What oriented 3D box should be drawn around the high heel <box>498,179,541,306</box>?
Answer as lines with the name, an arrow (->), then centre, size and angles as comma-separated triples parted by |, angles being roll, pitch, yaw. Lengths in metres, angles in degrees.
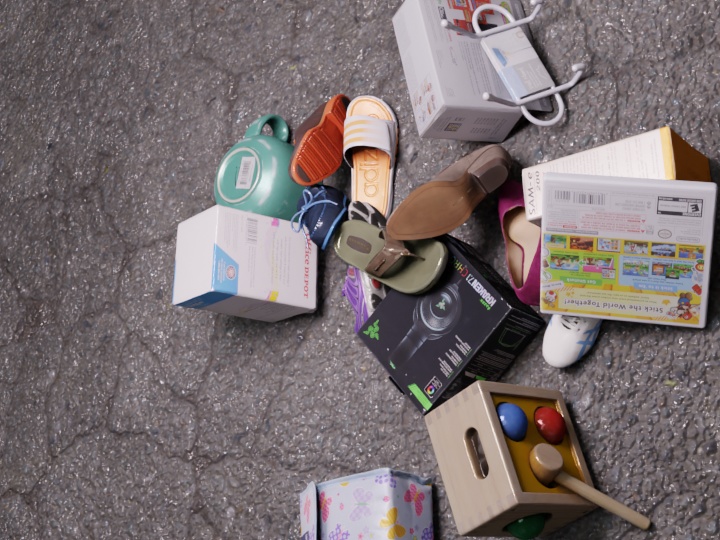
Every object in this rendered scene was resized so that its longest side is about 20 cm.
high heel -> 0.209, -0.044, 1.647 | 0.067, 0.096, 0.201 | -36, 57, 24

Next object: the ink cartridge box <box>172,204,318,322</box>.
ink cartridge box -> -0.159, -0.003, 1.870 | 0.125, 0.199, 0.129 | -19, 64, 52

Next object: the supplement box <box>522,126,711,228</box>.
supplement box -> 0.317, -0.102, 1.562 | 0.199, 0.126, 0.074 | -15, 68, 33

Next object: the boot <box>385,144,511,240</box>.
boot -> 0.116, -0.105, 1.698 | 0.199, 0.146, 0.071 | -26, 102, -2

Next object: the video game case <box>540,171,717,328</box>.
video game case -> 0.314, -0.024, 1.497 | 0.199, 0.023, 0.183 | 5, 118, 15

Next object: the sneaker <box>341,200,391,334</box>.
sneaker -> 0.000, 0.000, 1.803 | 0.083, 0.080, 0.201 | -18, 74, 44

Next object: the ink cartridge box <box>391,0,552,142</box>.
ink cartridge box -> 0.154, -0.284, 1.753 | 0.084, 0.174, 0.201 | 129, 136, -54

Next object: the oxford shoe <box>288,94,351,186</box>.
oxford shoe -> -0.068, -0.184, 1.885 | 0.072, 0.071, 0.200 | -19, 26, 36

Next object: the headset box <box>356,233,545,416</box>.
headset box -> 0.113, 0.082, 1.685 | 0.200, 0.093, 0.174 | -51, 51, 14

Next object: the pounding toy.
pounding toy -> 0.212, 0.241, 1.519 | 0.142, 0.183, 0.201 | -39, 55, 37

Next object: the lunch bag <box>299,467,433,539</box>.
lunch bag -> -0.007, 0.363, 1.675 | 0.199, 0.127, 0.171 | -18, 64, 40

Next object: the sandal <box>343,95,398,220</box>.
sandal -> 0.014, -0.165, 1.849 | 0.079, 0.059, 0.208 | -6, 75, 13

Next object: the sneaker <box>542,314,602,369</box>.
sneaker -> 0.283, 0.031, 1.584 | 0.072, 0.072, 0.201 | 36, 101, 37

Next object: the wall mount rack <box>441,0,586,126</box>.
wall mount rack -> 0.196, -0.283, 1.676 | 0.201, 0.173, 0.075 | 62, 156, 16

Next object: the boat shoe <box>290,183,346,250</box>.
boat shoe -> -0.065, -0.080, 1.822 | 0.084, 0.068, 0.200 | -59, 8, 8

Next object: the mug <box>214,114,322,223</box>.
mug -> -0.158, -0.142, 1.951 | 0.152, 0.114, 0.185 | -45, 54, 19

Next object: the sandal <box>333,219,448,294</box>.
sandal -> 0.031, -0.021, 1.687 | 0.200, 0.057, 0.080 | 16, 85, 39
